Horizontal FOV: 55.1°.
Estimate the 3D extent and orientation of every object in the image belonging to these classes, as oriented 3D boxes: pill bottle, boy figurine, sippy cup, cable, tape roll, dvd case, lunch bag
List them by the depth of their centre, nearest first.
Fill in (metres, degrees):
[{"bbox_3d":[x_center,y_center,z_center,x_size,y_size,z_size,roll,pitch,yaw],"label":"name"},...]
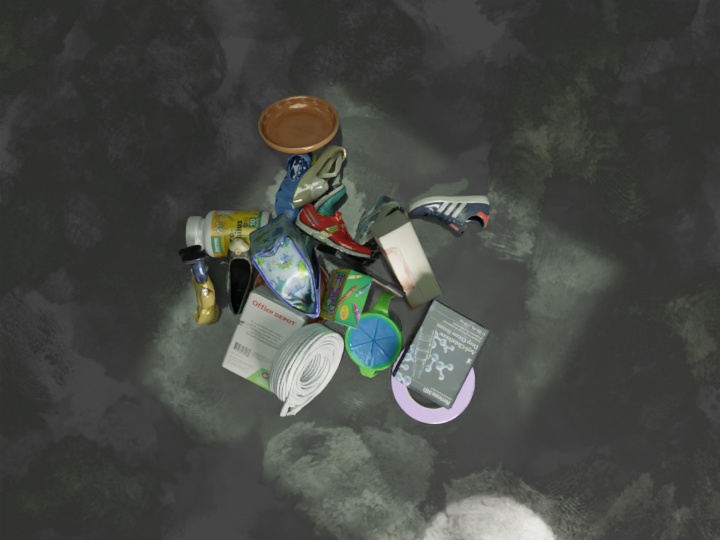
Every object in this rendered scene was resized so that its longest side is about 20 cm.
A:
[{"bbox_3d":[-0.155,-0.005,1.561,0.126,0.170,0.202,-29,114,3],"label":"lunch bag"},{"bbox_3d":[-0.124,0.219,1.599,0.069,0.199,0.203,31,128,29],"label":"cable"},{"bbox_3d":[0.000,0.000,1.600,0.198,0.142,0.018,32,86,-21],"label":"dvd case"},{"bbox_3d":[0.042,0.149,1.618,0.177,0.130,0.140,-41,90,17],"label":"sippy cup"},{"bbox_3d":[0.171,0.258,1.646,0.196,0.066,0.204,0,84,2],"label":"tape roll"},{"bbox_3d":[-0.384,0.039,1.654,0.063,0.124,0.203,-16,126,-20],"label":"boy figurine"},{"bbox_3d":[-0.314,-0.088,1.668,0.196,0.113,0.115,1,85,2],"label":"pill bottle"}]

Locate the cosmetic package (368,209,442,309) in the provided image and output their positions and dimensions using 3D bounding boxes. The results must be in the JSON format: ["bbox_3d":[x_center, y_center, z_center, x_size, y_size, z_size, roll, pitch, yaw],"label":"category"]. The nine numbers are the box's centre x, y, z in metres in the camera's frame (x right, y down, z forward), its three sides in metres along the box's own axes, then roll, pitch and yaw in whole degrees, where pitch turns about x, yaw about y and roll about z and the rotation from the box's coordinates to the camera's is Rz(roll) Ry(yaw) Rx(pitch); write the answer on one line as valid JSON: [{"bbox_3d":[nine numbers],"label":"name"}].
[{"bbox_3d":[0.105,-0.025,1.614,0.086,0.104,0.202,-27,113,-2],"label":"cosmetic package"}]

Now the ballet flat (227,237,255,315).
[{"bbox_3d":[-0.284,0.015,1.637,0.065,0.057,0.203,4,122,1],"label":"ballet flat"}]

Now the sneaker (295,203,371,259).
[{"bbox_3d":[-0.056,-0.093,1.614,0.198,0.077,0.086,29,90,4],"label":"sneaker"}]

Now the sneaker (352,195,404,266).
[{"bbox_3d":[0.025,-0.094,1.687,0.201,0.077,0.087,-50,47,11],"label":"sneaker"}]

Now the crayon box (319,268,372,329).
[{"bbox_3d":[-0.039,0.062,1.576,0.057,0.200,0.121,20,86,-13],"label":"crayon box"}]

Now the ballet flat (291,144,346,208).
[{"bbox_3d":[-0.094,-0.226,1.664,0.069,0.070,0.202,28,64,4],"label":"ballet flat"}]

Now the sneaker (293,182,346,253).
[{"bbox_3d":[-0.098,-0.129,1.696,0.079,0.078,0.201,38,92,-14],"label":"sneaker"}]

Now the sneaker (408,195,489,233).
[{"bbox_3d":[0.217,-0.132,1.673,0.196,0.075,0.086,-3,80,1],"label":"sneaker"}]

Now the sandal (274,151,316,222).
[{"bbox_3d":[-0.164,-0.214,1.689,0.078,0.087,0.204,13,87,1],"label":"sandal"}]

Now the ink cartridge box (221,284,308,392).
[{"bbox_3d":[-0.220,0.159,1.630,0.144,0.084,0.202,26,105,4],"label":"ink cartridge box"}]

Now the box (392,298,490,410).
[{"bbox_3d":[0.180,0.188,1.567,0.147,0.107,0.202,28,87,3],"label":"box"}]

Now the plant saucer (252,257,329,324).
[{"bbox_3d":[-0.164,0.062,1.691,0.196,0.032,0.204,0,85,3],"label":"plant saucer"}]

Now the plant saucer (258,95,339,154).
[{"bbox_3d":[-0.149,-0.351,1.684,0.196,0.038,0.203,-1,51,1],"label":"plant saucer"}]
